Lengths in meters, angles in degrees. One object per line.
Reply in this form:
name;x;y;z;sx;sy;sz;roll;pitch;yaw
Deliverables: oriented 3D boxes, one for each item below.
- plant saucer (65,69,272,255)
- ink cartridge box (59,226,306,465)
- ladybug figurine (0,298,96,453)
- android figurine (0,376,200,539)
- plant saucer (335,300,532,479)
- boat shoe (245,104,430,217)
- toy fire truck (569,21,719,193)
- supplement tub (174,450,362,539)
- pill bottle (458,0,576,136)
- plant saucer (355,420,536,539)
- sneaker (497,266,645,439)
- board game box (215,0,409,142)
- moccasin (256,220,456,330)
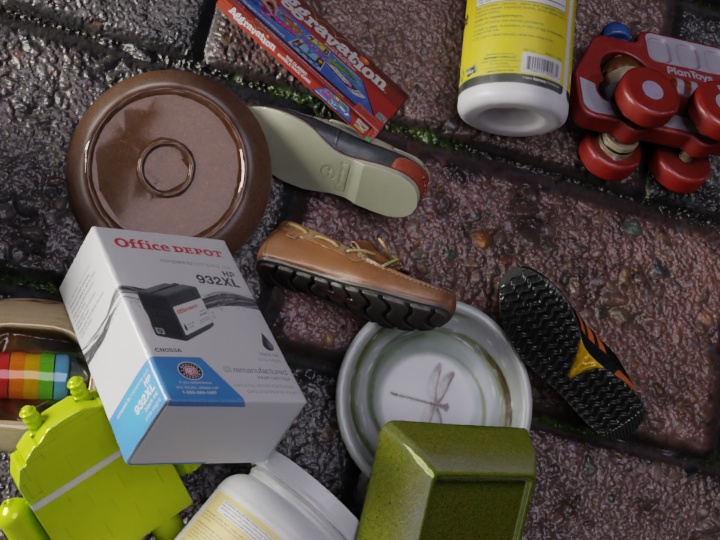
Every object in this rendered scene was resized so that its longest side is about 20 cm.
plant saucer;-0.183;-0.094;1.129;0.198;0.034;0.203;0;87;-5
ink cartridge box;-0.156;0.063;1.026;0.144;0.084;0.201;6;41;-41
ladybug figurine;-0.293;0.096;1.064;0.197;0.072;0.138;8;78;-12
android figurine;-0.227;0.184;1.034;0.181;0.041;0.201;-34;121;-16
plant saucer;0.068;0.129;1.159;0.198;0.050;0.203;3;79;-14
boat shoe;-0.025;-0.116;1.176;0.198;0.072;0.063;23;37;5
toy fire truck;0.312;-0.187;1.261;0.198;0.113;0.170;9;54;-13
supplement tub;-0.101;0.273;1.041;0.145;0.145;0.200;42;74;-3
pill bottle;0.163;-0.249;1.213;0.111;0.112;0.203;9;77;-12
plant saucer;0.083;0.243;1.070;0.199;0.048;0.202;9;95;-41
sneaker;0.204;0.077;1.187;0.070;0.090;0.201;-39;95;11
board game box;-0.044;-0.218;1.181;0.200;0.019;0.103;41;33;-3
moccasin;0.000;0.001;1.132;0.199;0.074;0.078;16;62;25
